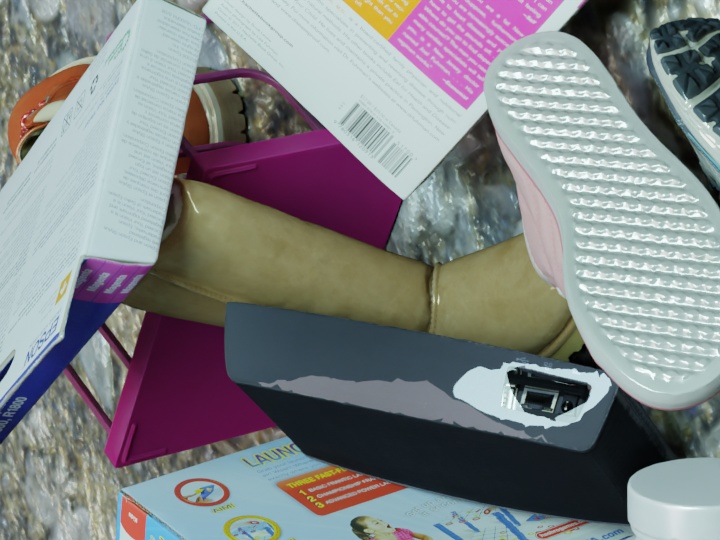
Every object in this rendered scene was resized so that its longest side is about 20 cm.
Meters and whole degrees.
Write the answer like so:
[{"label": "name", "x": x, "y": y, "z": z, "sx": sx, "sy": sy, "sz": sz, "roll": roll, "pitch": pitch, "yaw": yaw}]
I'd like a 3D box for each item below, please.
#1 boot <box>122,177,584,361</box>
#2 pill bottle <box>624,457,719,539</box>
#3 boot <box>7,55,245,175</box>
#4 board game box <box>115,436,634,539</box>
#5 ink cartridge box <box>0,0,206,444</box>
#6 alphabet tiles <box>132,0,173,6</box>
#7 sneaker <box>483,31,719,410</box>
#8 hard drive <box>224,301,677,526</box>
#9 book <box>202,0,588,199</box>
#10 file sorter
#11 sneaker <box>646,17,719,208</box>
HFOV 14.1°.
[{"label": "boot", "x": 0.000, "y": 0.000, "z": 1.373, "sx": 0.175, "sy": 0.199, "sz": 0.066, "roll": -45, "pitch": 32, "yaw": 49}, {"label": "pill bottle", "x": 0.156, "y": 0.189, "z": 1.304, "sx": 0.111, "sy": 0.110, "sz": 0.201, "roll": 15, "pitch": 112, "yaw": 50}, {"label": "boot", "x": -0.163, "y": -0.079, "z": 1.645, "sx": 0.200, "sy": 0.107, "sz": 0.075, "roll": -1, "pitch": 102, "yaw": 54}, {"label": "board game box", "x": 0.017, "y": 0.146, "z": 1.399, "sx": 0.196, "sy": 0.199, "sz": 0.056, "roll": 32, "pitch": 127, "yaw": 44}, {"label": "ink cartridge box", "x": -0.142, "y": 0.000, "z": 1.380, "sx": 0.196, "sy": 0.043, "sz": 0.201, "roll": -45, "pitch": 29, "yaw": 50}, {"label": "alphabet tiles", "x": -0.084, "y": -0.228, "z": 1.507, "sx": 0.200, "sy": 0.006, "sz": 0.167, "roll": 121, "pitch": 155, "yaw": -43}, {"label": "sneaker", "x": 0.118, "y": -0.005, "z": 1.263, "sx": 0.105, "sy": 0.075, "sz": 0.201, "roll": 66, "pitch": 179, "yaw": -52}, {"label": "hard drive", "x": 0.041, "y": 0.069, "z": 1.357, "sx": 0.199, "sy": 0.135, "sz": 0.042, "roll": 10, "pitch": 70, "yaw": 25}, {"label": "book", "x": 0.030, "y": -0.138, "z": 1.316, "sx": 0.134, "sy": 0.048, "sz": 0.200, "roll": 44, "pitch": 131, "yaw": 0}, {"label": "file sorter", "x": -0.080, "y": -0.023, "z": 1.524, "sx": 0.125, "sy": 0.139, "sz": 0.201, "roll": 49, "pitch": 136, "yaw": 34}, {"label": "sneaker", "x": 0.178, "y": -0.024, "z": 1.238, "sx": 0.200, "sy": 0.077, "sz": 0.086, "roll": 54, "pitch": 141, "yaw": 28}]
